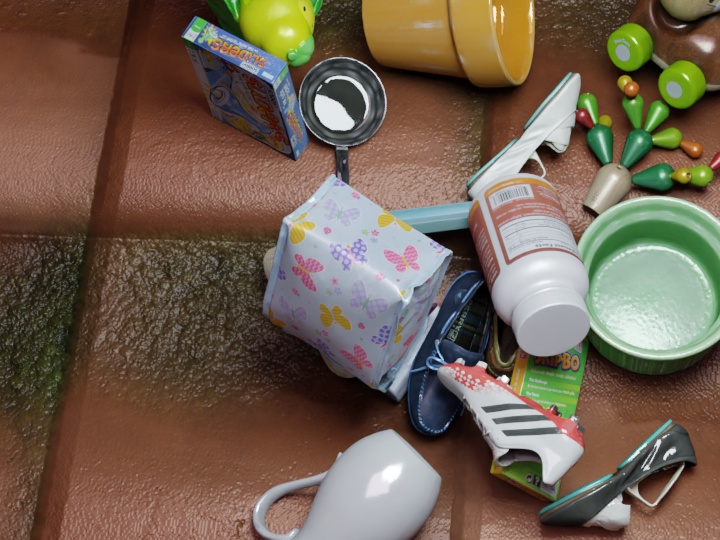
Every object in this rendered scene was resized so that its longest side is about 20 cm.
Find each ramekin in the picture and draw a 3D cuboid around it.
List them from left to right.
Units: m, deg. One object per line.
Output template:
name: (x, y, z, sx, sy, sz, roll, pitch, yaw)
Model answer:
ramekin: (0.344, 0.024, 1.698, 0.197, 0.098, 0.202, -2, 68, 6)

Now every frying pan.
frying pan: (-0.010, -0.179, 1.857, 0.114, 0.031, 0.192, -20, 88, -13)

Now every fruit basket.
fruit basket: (-0.112, -0.346, 1.844, 0.215, 0.216, 0.156, 32, 74, 17)

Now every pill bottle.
pill bottle: (0.194, -0.005, 1.641, 0.111, 0.113, 0.201, -13, 47, 1)

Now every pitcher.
pitcher: (-0.020, 0.264, 1.641, 0.200, 0.121, 0.172, -46, 54, -1)

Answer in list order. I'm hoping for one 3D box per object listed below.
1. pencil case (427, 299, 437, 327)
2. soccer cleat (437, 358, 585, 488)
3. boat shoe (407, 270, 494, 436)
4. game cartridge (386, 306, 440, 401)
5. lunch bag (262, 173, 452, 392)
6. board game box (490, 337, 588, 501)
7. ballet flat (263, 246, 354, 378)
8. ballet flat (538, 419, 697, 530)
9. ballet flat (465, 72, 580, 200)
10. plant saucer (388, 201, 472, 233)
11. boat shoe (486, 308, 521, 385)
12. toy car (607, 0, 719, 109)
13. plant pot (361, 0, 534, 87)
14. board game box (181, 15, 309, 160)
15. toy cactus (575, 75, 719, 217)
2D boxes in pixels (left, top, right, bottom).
pencil case: (0.000, 0.000, 1.703, 0.200, 0.083, 0.086, 46, 42, 12)
soccer cleat: (0.153, 0.165, 1.591, 0.199, 0.069, 0.086, 28, 76, 31)
boat shoe: (0.105, 0.093, 1.693, 0.083, 0.069, 0.202, 16, 81, -18)
game cartridge: (0.004, 0.052, 1.760, 0.199, 0.041, 0.133, 33, 71, 17)
lunch bag: (-0.010, 0.024, 1.594, 0.169, 0.201, 0.127, 32, 47, 15)
board game box: (0.208, 0.153, 1.668, 0.030, 0.095, 0.202, -6, 61, 50)
ballet flat: (-0.052, 0.037, 1.720, 0.067, 0.062, 0.201, -34, 68, -8)
ballet flat: (0.296, 0.246, 1.633, 0.199, 0.068, 0.069, -33, 77, -7)
ballet flat: (0.216, -0.152, 1.790, 0.200, 0.069, 0.069, -48, 69, 9)
plant saucer: (0.063, -0.059, 1.773, 0.198, 0.070, 0.019, -7, 108, 14)
boat shoe: (0.195, 0.036, 1.726, 0.071, 0.068, 0.202, 7, 68, 10)
toy car: (0.416, -0.330, 1.755, 0.157, 0.201, 0.164, 39, 54, 19)
plant pot: (0.107, -0.327, 1.830, 0.181, 0.200, 0.202, -2, 67, 22)
board game box: (-0.139, -0.222, 1.798, 0.134, 0.200, 0.035, 28, 73, 17)
toy cactus: (0.333, -0.139, 1.778, 0.199, 0.102, 0.166, 35, 85, 9)
